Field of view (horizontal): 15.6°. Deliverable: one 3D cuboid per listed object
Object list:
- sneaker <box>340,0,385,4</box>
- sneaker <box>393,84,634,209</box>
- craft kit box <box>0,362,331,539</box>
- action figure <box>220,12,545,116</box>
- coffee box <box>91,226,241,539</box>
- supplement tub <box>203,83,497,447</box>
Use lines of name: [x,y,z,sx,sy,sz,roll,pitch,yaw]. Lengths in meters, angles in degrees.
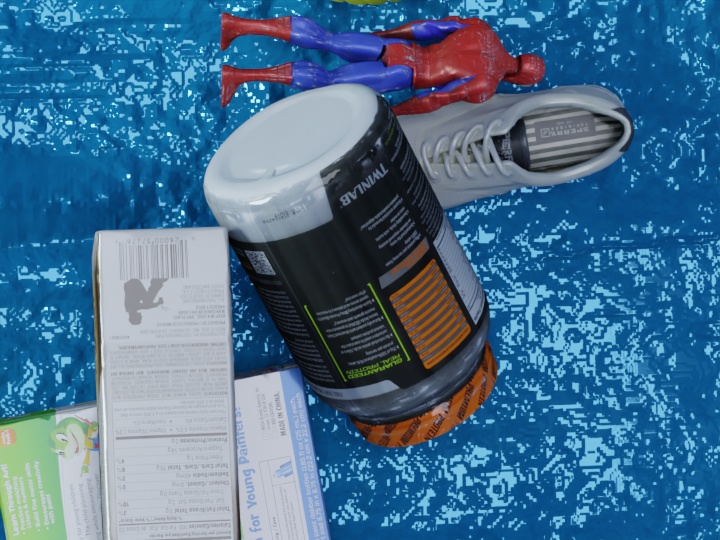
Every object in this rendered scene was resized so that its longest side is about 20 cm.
sneaker: [0.038,-0.220,1.613,0.199,0.074,0.084,-11,62,-3]
sneaker: [0.073,-0.078,1.619,0.199,0.071,0.073,-16,94,-6]
craft kit box: [-0.116,0.172,1.612,0.196,0.049,0.201,-10,93,-11]
action figure: [0.014,-0.125,1.604,0.199,0.052,0.066,1,58,-4]
coffee box: [-0.114,0.082,1.531,0.079,0.113,0.201,-2,84,-7]
supplement tub: [0.000,0.000,1.565,0.122,0.123,0.201,-31,118,-7]
